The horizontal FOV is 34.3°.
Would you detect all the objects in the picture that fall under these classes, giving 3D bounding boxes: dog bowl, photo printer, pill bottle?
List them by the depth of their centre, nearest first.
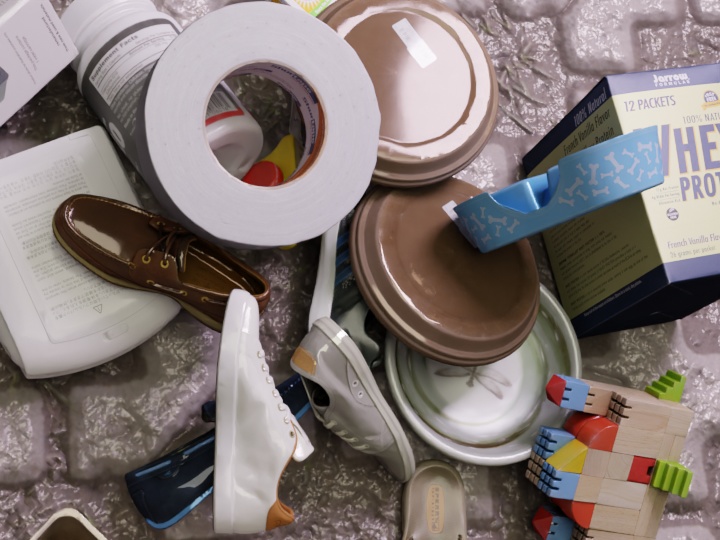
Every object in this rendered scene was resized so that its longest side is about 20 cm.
[{"bbox_3d":[0.175,-0.067,1.017,0.111,0.199,0.050,-18,86,-52],"label":"dog bowl"},{"bbox_3d":[-0.263,-0.012,1.046,0.165,0.069,0.201,-25,82,-22],"label":"photo printer"},{"bbox_3d":[-0.189,-0.164,1.078,0.113,0.114,0.200,-31,70,-21],"label":"pill bottle"}]

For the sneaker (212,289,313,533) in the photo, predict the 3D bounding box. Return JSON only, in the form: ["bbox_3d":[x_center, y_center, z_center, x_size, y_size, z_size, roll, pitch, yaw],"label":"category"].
[{"bbox_3d":[-0.081,0.117,0.977,0.084,0.073,0.202,1,91,-5],"label":"sneaker"}]

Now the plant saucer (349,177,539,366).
[{"bbox_3d":[0.084,-0.009,1.079,0.199,0.029,0.202,13,57,-21],"label":"plant saucer"}]

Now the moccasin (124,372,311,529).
[{"bbox_3d":[-0.119,0.143,1.032,0.200,0.080,0.068,-38,88,-22],"label":"moccasin"}]

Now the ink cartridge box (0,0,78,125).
[{"bbox_3d":[-0.375,-0.176,1.026,0.145,0.084,0.200,26,64,34],"label":"ink cartridge box"}]

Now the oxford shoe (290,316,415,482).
[{"bbox_3d":[-0.008,0.124,1.034,0.058,0.075,0.201,-41,130,-15],"label":"oxford shoe"}]

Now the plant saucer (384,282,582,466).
[{"bbox_3d":[0.114,0.090,1.127,0.198,0.050,0.202,4,73,-14],"label":"plant saucer"}]

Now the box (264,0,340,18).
[{"bbox_3d":[0.003,-0.218,1.157,0.200,0.113,0.101,44,69,1],"label":"box"}]

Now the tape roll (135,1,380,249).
[{"bbox_3d":[-0.086,-0.118,0.977,0.198,0.066,0.202,0,90,-16],"label":"tape roll"}]

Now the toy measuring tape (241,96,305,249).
[{"bbox_3d":[-0.085,-0.105,1.133,0.073,0.074,0.201,2,58,-14],"label":"toy measuring tape"}]

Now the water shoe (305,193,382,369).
[{"bbox_3d":[0.000,0.000,1.103,0.078,0.072,0.202,7,72,6],"label":"water shoe"}]

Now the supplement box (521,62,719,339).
[{"bbox_3d":[0.277,-0.063,1.135,0.133,0.200,0.201,-9,75,-19],"label":"supplement box"}]

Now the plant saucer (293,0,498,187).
[{"bbox_3d":[0.036,-0.175,1.078,0.198,0.029,0.202,3,73,-11],"label":"plant saucer"}]

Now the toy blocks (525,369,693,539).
[{"bbox_3d":[0.219,0.184,1.082,0.136,0.100,0.202,11,98,-20],"label":"toy blocks"}]

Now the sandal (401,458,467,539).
[{"bbox_3d":[0.074,0.270,1.059,0.080,0.054,0.202,2,73,-14],"label":"sandal"}]

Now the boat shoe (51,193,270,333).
[{"bbox_3d":[-0.166,-0.015,1.005,0.199,0.068,0.072,28,59,-15],"label":"boat shoe"}]

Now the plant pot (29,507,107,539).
[{"bbox_3d":[-0.227,0.329,0.894,0.200,0.177,0.200,43,68,1],"label":"plant pot"}]
